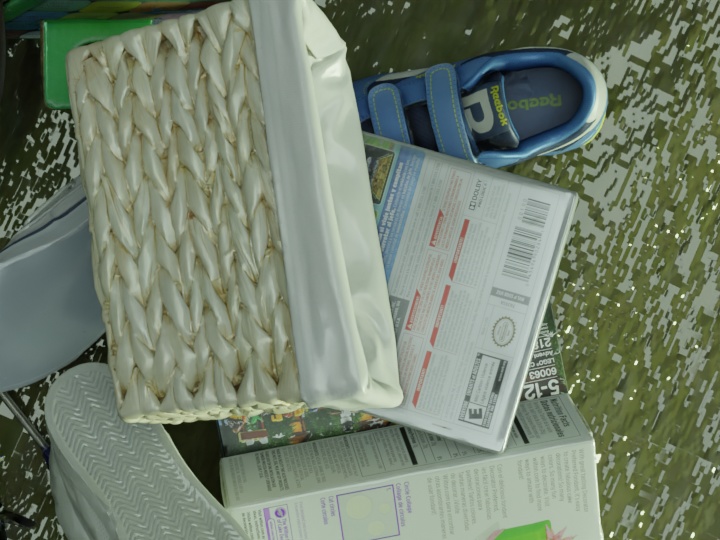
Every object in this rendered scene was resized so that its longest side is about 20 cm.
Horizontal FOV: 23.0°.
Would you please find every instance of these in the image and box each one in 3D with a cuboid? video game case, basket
[{"bbox_3d":[0.000,0.000,0.936,0.199,0.018,0.144,16,88,8],"label":"video game case"},{"bbox_3d":[-0.061,-0.022,0.869,0.123,0.136,0.201,-11,83,9],"label":"basket"}]

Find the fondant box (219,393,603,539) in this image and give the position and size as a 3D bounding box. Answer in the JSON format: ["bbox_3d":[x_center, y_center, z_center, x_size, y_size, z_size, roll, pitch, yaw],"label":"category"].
[{"bbox_3d":[0.032,0.160,0.973,0.199,0.058,0.145,-10,113,-4],"label":"fondant box"}]

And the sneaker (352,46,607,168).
[{"bbox_3d":[0.045,-0.083,0.987,0.199,0.082,0.074,-17,92,-3],"label":"sneaker"}]

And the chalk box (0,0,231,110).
[{"bbox_3d":[-0.144,-0.187,0.931,0.124,0.124,0.201,-6,90,-33],"label":"chalk box"}]

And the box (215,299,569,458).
[{"bbox_3d":[0.014,0.059,1.005,0.199,0.038,0.137,-12,91,-5],"label":"box"}]

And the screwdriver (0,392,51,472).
[{"bbox_3d":[-0.184,0.085,0.995,0.029,0.028,0.200,-35,92,-35],"label":"screwdriver"}]

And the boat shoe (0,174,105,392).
[{"bbox_3d":[-0.154,-0.008,0.979,0.200,0.065,0.074,-37,112,-10],"label":"boat shoe"}]

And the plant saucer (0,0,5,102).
[{"bbox_3d":[-0.236,-0.125,0.927,0.032,0.200,0.201,-8,91,-38],"label":"plant saucer"}]

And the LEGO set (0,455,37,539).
[{"bbox_3d":[-0.247,0.155,0.932,0.116,0.200,0.154,-11,108,-44],"label":"LEGO set"}]

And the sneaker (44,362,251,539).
[{"bbox_3d":[-0.104,0.151,0.932,0.074,0.116,0.200,-24,77,-18],"label":"sneaker"}]
